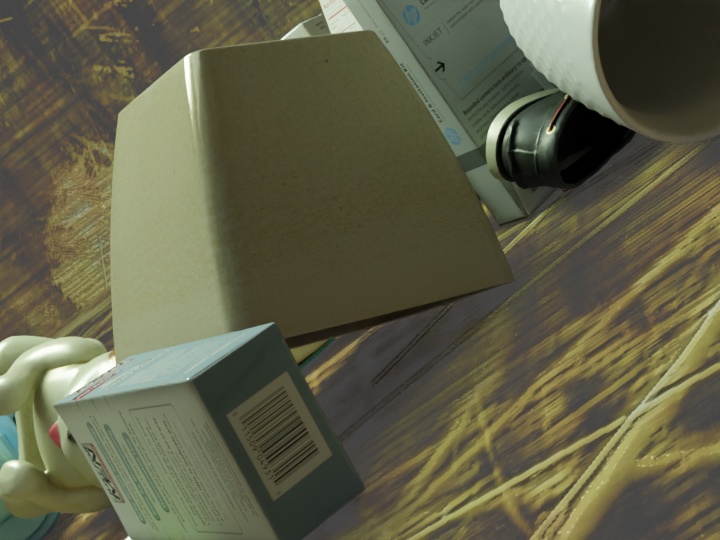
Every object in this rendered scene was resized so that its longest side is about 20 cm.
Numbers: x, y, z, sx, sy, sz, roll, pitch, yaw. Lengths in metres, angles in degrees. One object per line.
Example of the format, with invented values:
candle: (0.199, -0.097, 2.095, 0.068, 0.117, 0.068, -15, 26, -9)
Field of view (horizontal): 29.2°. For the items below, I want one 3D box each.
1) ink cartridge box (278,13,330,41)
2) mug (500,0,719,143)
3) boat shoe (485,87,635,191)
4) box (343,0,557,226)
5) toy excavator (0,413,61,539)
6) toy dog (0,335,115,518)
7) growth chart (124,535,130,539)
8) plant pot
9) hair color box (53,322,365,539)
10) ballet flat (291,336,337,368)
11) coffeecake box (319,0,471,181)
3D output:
ink cartridge box: (-0.045, -0.137, 1.432, 0.147, 0.201, 0.145, -35, 8, 13)
mug: (0.186, -0.170, 0.865, 0.175, 0.198, 0.149, -136, 56, -60)
boat shoe: (0.173, -0.115, 0.961, 0.063, 0.074, 0.201, 16, 41, 43)
box: (0.100, -0.159, 1.000, 0.156, 0.201, 0.041, -43, 14, -29)
toy excavator: (-0.320, 0.138, 1.101, 0.099, 0.195, 0.200, -36, -5, -3)
toy dog: (-0.180, 0.116, 1.012, 0.191, 0.142, 0.200, 4, -7, -21)
growth chart: (-0.144, 0.194, 0.791, 0.144, 0.018, 0.200, -39, 11, -14)
plant pot: (-0.053, -0.042, 0.878, 0.198, 0.179, 0.199, -12, -5, -31)
hair color box: (-0.090, 0.095, 0.759, 0.060, 0.100, 0.199, -33, 10, -31)
ballet flat: (0.000, 0.000, 1.029, 0.199, 0.070, 0.069, -37, 10, 3)
coffeecake box: (0.068, -0.168, 1.050, 0.152, 0.202, 0.073, -21, 2, -28)
